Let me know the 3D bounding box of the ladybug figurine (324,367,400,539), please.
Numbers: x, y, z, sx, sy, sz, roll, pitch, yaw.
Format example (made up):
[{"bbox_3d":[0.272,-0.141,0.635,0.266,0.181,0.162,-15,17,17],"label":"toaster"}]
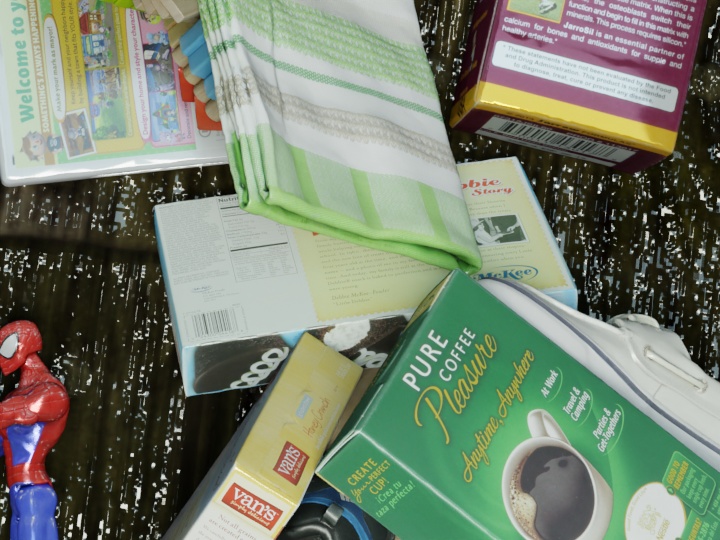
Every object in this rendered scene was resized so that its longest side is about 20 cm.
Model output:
[{"bbox_3d":[0.075,0.098,1.009,0.200,0.072,0.136,17,83,-5],"label":"ladybug figurine"}]

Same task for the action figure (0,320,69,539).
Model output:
[{"bbox_3d":[-0.191,0.125,0.973,0.099,0.065,0.200,0,85,-19],"label":"action figure"}]

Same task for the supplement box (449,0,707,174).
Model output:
[{"bbox_3d":[0.126,-0.164,1.033,0.110,0.086,0.200,14,83,-6],"label":"supplement box"}]

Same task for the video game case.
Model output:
[{"bbox_3d":[-0.112,-0.153,1.033,0.182,0.022,0.200,-7,87,-8],"label":"video game case"}]

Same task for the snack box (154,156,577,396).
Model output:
[{"bbox_3d":[0.000,0.000,0.992,0.200,0.116,0.037,-8,130,-8],"label":"snack box"}]

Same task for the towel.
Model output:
[{"bbox_3d":[-0.011,-0.098,0.963,0.149,0.031,0.200,14,49,-36],"label":"towel"}]

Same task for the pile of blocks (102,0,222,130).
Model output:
[{"bbox_3d":[-0.085,-0.113,0.984,0.062,0.082,0.200,-37,87,31],"label":"pile of blocks"}]

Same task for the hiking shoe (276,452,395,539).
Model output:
[{"bbox_3d":[-0.045,0.183,0.953,0.074,0.087,0.200,24,109,13],"label":"hiking shoe"}]

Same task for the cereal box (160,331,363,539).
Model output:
[{"bbox_3d":[-0.076,0.137,0.909,0.040,0.144,0.200,34,115,-3],"label":"cereal box"}]

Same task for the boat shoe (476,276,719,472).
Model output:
[{"bbox_3d":[0.135,0.055,0.950,0.200,0.072,0.066,34,64,-10],"label":"boat shoe"}]

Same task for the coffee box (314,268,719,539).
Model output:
[{"bbox_3d":[0.088,0.102,0.865,0.200,0.044,0.123,37,46,-5],"label":"coffee box"}]
